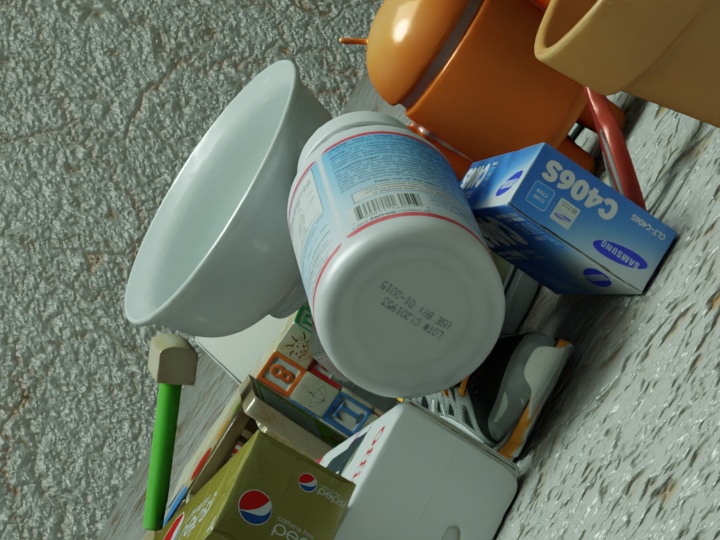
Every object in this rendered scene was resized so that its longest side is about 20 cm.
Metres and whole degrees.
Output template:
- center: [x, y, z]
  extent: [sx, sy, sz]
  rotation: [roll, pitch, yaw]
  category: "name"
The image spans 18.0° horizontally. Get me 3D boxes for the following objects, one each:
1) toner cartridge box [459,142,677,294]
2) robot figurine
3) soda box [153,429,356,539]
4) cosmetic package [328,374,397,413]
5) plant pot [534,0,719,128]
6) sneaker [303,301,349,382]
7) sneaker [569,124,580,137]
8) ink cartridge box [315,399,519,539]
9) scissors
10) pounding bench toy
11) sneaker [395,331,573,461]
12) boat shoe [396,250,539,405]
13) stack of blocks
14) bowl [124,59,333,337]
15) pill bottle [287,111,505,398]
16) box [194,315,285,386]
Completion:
- center: [0.114, -0.028, 1.356]
  extent: [0.043, 0.095, 0.200]
  rotation: [-58, 7, -5]
  category: "toner cartridge box"
- center: [0.089, -0.140, 1.584]
  extent: [0.144, 0.199, 0.117]
  rotation: [-51, 10, 43]
  category: "robot figurine"
- center: [-0.074, 0.162, 1.273]
  extent: [0.200, 0.064, 0.068]
  rotation: [-46, 16, 58]
  category: "soda box"
- center: [0.055, 0.015, 1.624]
  extent: [0.051, 0.082, 0.201]
  rotation: [-46, 13, 53]
  category: "cosmetic package"
- center: [0.199, -0.154, 1.134]
  extent: [0.201, 0.139, 0.200]
  rotation: [-57, 6, 10]
  category: "plant pot"
- center: [0.000, 0.000, 1.532]
  extent: [0.088, 0.081, 0.200]
  rotation: [-43, 16, 27]
  category: "sneaker"
- center: [0.102, -0.095, 1.761]
  extent: [0.201, 0.086, 0.080]
  rotation: [-57, 5, 11]
  category: "sneaker"
- center: [-0.003, 0.174, 1.326]
  extent: [0.146, 0.082, 0.200]
  rotation: [-61, 7, -24]
  category: "ink cartridge box"
- center: [0.139, -0.121, 1.365]
  extent: [0.014, 0.202, 0.073]
  rotation: [-16, -2, 3]
  category: "scissors"
- center: [-0.096, 0.157, 1.565]
  extent: [0.157, 0.199, 0.124]
  rotation: [-56, 7, 1]
  category: "pounding bench toy"
- center: [0.065, 0.067, 1.357]
  extent: [0.079, 0.077, 0.200]
  rotation: [-58, 8, -18]
  category: "sneaker"
- center: [0.053, 0.063, 1.508]
  extent: [0.201, 0.062, 0.072]
  rotation: [-61, 8, -28]
  category: "boat shoe"
- center: [-0.045, 0.125, 1.702]
  extent: [0.201, 0.115, 0.059]
  rotation: [-55, 7, 29]
  category: "stack of blocks"
- center: [-0.066, -0.031, 1.501]
  extent: [0.201, 0.090, 0.202]
  rotation: [-49, 20, 24]
  category: "bowl"
- center: [0.015, -0.018, 1.328]
  extent: [0.109, 0.108, 0.200]
  rotation: [-55, 22, 18]
  category: "pill bottle"
- center: [-0.020, 0.019, 1.802]
  extent: [0.128, 0.109, 0.200]
  rotation: [-53, -9, 28]
  category: "box"
